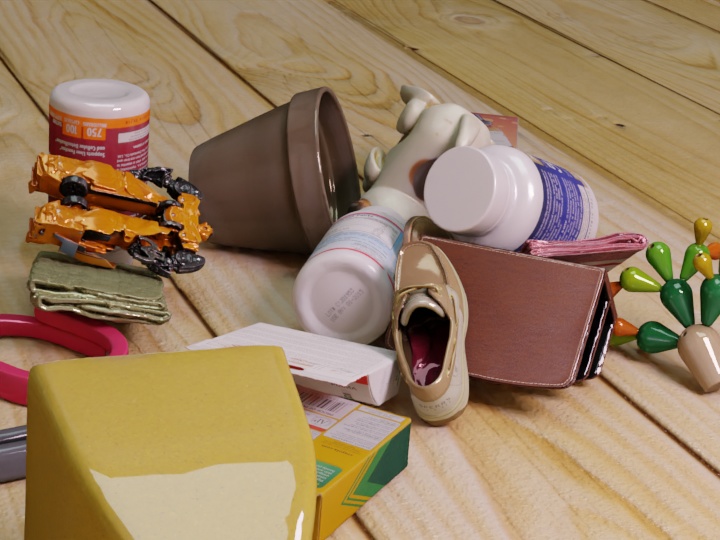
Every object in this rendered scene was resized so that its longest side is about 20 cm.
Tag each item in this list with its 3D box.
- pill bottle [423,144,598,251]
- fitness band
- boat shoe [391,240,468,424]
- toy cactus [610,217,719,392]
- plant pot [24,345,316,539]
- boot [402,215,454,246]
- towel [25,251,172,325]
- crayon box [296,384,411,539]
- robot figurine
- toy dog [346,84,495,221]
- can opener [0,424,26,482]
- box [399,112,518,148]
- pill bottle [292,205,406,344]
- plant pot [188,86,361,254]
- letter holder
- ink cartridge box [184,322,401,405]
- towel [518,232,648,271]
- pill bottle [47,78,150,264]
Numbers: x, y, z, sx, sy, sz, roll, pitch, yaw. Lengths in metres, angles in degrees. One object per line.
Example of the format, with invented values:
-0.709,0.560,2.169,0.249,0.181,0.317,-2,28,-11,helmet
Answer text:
0.159,-0.069,1.755,0.119,0.121,0.199,21,4,37,pill bottle
-0.319,0.081,1.601,0.199,0.038,0.143,17,27,30,fitness band
0.066,0.047,1.586,0.073,0.067,0.201,-16,54,9,boat shoe
0.337,0.048,1.703,0.102,0.199,0.166,10,52,-53,toy cactus
-0.125,0.191,1.158,0.193,0.196,0.200,-3,28,-20,plant pot
0.103,-0.017,1.792,0.075,0.074,0.200,3,-7,26,boot
-0.272,0.020,1.691,0.147,0.037,0.200,11,9,-13,towel
-0.056,0.168,1.406,0.125,0.052,0.200,15,23,25,crayon box
-0.254,-0.057,1.750,0.198,0.058,0.146,14,48,-23,robot figurine
0.071,-0.092,1.927,0.139,0.201,0.194,36,-5,-24,toy dog
-0.251,0.133,1.431,0.198,0.068,0.053,-9,24,-32,can opener
0.125,-0.130,2.130,0.151,0.107,0.200,6,22,4,box
0.000,0.000,1.767,0.108,0.110,0.200,8,21,10,pill bottle
-0.104,-0.104,1.934,0.172,0.202,0.200,-8,19,12,plant pot
0.141,0.064,1.654,0.198,0.101,0.143,11,64,22,letter holder
-0.060,0.095,1.539,0.159,0.051,0.200,11,10,15,ink cartridge box
0.200,0.002,1.764,0.143,0.023,0.200,-4,-16,-23,towel
-0.294,-0.105,1.844,0.112,0.202,0.113,4,21,-1,pill bottle
